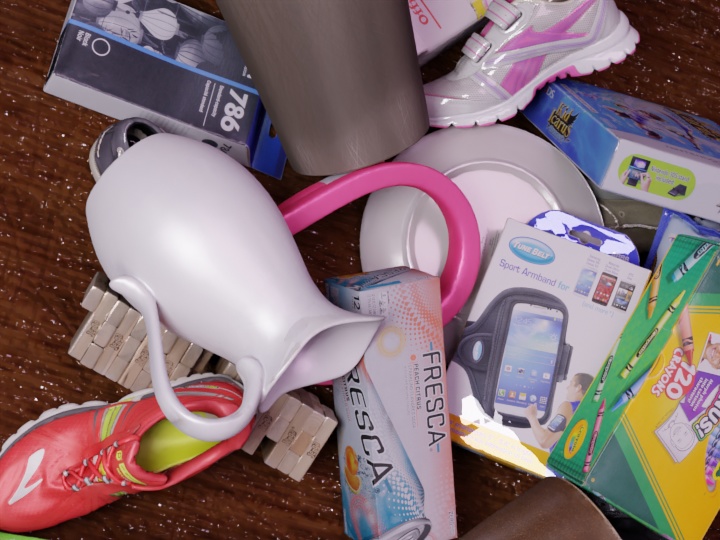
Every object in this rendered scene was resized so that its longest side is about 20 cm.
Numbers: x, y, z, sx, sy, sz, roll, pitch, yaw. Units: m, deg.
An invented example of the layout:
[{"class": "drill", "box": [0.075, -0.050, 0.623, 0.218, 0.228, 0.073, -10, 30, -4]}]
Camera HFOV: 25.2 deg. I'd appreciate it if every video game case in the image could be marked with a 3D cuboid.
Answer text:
[{"class": "video game case", "box": [0.245, -0.097, 1.311, 0.181, 0.200, 0.046, 15, 109, -20]}]

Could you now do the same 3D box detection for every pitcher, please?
[{"class": "pitcher", "box": [-0.108, 0.012, 1.083, 0.200, 0.121, 0.171, 45, 46, 13]}]

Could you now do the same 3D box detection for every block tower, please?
[{"class": "block tower", "box": [-0.117, 0.077, 1.159, 0.200, 0.054, 0.058, 32, 95, -11]}]

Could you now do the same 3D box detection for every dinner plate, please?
[{"class": "dinner plate", "box": [0.099, -0.020, 1.276, 0.199, 0.024, 0.201, 1, 85, -7]}]

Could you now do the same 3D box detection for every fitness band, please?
[{"class": "fitness band", "box": [0.000, 0.000, 1.204, 0.200, 0.037, 0.144, -29, 107, -19]}]

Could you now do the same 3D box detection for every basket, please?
[{"class": "basket", "box": [-0.030, -0.184, 1.198, 0.136, 0.180, 0.200, -34, 117, -35]}]

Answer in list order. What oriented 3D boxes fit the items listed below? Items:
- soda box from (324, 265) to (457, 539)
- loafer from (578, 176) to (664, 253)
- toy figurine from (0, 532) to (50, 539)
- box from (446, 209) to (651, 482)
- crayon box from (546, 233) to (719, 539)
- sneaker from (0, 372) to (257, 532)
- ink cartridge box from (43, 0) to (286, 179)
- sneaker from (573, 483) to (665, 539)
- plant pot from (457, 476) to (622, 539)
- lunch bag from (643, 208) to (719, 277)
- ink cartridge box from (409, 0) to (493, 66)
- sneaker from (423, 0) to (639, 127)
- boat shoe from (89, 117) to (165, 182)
[{"class": "soda box", "box": [0.022, 0.101, 1.177, 0.068, 0.064, 0.201, -10, 101, -25]}, {"class": "loafer", "box": [0.203, -0.035, 1.341, 0.199, 0.075, 0.070, 10, 81, -10]}, {"class": "toy figurine", "box": [-0.207, 0.267, 1.044, 0.199, 0.150, 0.185, 9, 79, 2]}, {"class": "box", "box": [0.140, 0.052, 1.228, 0.119, 0.041, 0.201, 20, 85, 12]}, {"class": "crayon box", "box": [0.239, 0.090, 1.182, 0.119, 0.058, 0.200, 32, 86, -26]}, {"class": "sneaker", "box": [-0.165, 0.123, 1.091, 0.200, 0.085, 0.077, -24, 101, -3]}, {"class": "ink cartridge box", "box": [-0.135, -0.151, 1.244, 0.200, 0.039, 0.100, 19, 66, -18]}, {"class": "sneaker", "box": [0.175, 0.172, 1.253, 0.200, 0.075, 0.114, 40, 63, -5]}, {"class": "plant pot", "box": [0.090, 0.273, 1.142, 0.200, 0.187, 0.187, -24, 84, -16]}, {"class": "lunch bag", "box": [0.303, 0.064, 1.312, 0.170, 0.124, 0.201, 10, 104, -21]}, {"class": "ink cartridge box", "box": [0.050, -0.240, 1.335, 0.200, 0.067, 0.117, -35, 90, -30]}, {"class": "sneaker", "box": [0.121, -0.182, 1.299, 0.200, 0.081, 0.088, -28, 111, -7]}, {"class": "boat shoe", "box": [-0.128, -0.026, 1.192, 0.073, 0.063, 0.200, -35, 91, -31]}]
